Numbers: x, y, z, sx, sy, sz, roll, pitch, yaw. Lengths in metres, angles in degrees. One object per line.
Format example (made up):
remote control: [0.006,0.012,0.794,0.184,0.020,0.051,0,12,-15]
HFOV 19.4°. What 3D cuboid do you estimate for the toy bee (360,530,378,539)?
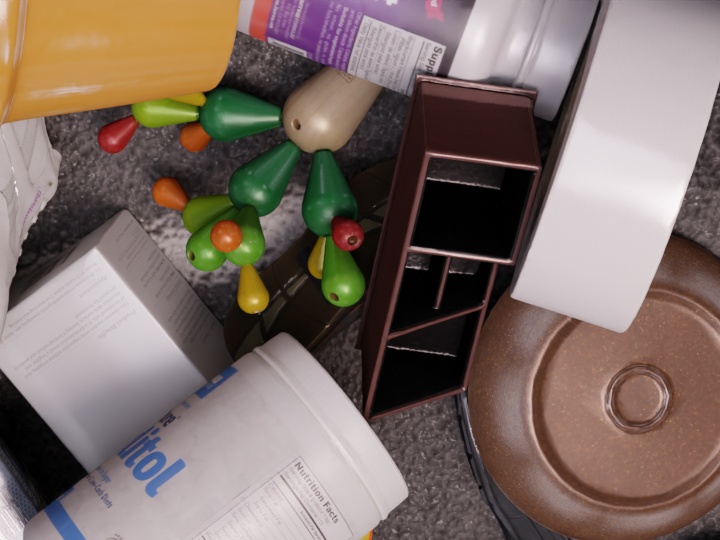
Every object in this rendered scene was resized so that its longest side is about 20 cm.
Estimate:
toy bee: [-0.038,0.178,1.380,0.131,0.200,0.109,-24,76,51]

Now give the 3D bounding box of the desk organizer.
desk organizer: [0.049,-0.005,1.214,0.072,0.077,0.200,8,126,-7]

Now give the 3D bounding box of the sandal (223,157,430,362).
sandal: [0.000,0.000,1.318,0.200,0.055,0.082,-42,69,21]

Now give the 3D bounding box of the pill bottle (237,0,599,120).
pill bottle: [0.033,-0.160,1.227,0.200,0.111,0.112,20,112,1]

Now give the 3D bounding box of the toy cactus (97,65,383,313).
toy cactus: [-0.055,-0.072,1.277,0.165,0.102,0.200,-47,60,-3]

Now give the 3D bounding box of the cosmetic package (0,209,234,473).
cosmetic package: [-0.138,0.076,1.360,0.113,0.081,0.200,-33,103,19]

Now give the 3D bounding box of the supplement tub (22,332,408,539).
supplement tub: [-0.087,0.145,1.249,0.200,0.132,0.132,-38,102,-10]

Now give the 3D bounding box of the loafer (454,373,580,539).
loafer: [0.115,0.139,1.352,0.070,0.068,0.201,-21,111,8]

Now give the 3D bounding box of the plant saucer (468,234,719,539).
plant saucer: [0.167,0.076,1.296,0.200,0.037,0.201,-1,99,-9]

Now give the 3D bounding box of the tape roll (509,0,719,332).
tape roll: [0.147,-0.070,1.195,0.071,0.202,0.203,17,112,2]

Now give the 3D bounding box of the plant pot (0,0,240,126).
plant pot: [-0.170,-0.169,1.196,0.183,0.200,0.201,2,113,-18]

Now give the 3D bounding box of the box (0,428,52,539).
box: [-0.255,0.117,1.350,0.051,0.158,0.200,-35,104,-7]

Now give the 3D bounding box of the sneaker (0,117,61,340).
sneaker: [-0.223,-0.035,1.304,0.075,0.099,0.201,3,90,42]
